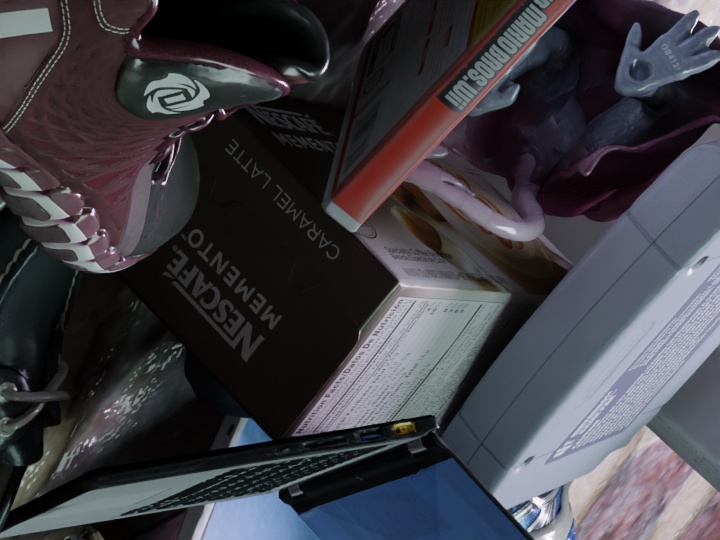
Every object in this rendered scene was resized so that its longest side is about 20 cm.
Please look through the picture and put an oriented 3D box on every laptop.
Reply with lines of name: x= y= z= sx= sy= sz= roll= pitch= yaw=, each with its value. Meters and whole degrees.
laptop: x=-0.019 y=0.125 z=1.003 sx=0.199 sy=0.117 sz=0.187 roll=-8 pitch=172 yaw=-20

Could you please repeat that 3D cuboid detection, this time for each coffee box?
coffee box: x=0.000 y=0.000 z=1.064 sx=0.080 sy=0.114 sz=0.200 roll=-52 pitch=157 yaw=16

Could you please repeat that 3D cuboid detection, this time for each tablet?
tablet: x=-0.034 y=0.157 z=1.215 sx=0.130 sy=0.014 sz=0.201 roll=-68 pitch=147 yaw=-46

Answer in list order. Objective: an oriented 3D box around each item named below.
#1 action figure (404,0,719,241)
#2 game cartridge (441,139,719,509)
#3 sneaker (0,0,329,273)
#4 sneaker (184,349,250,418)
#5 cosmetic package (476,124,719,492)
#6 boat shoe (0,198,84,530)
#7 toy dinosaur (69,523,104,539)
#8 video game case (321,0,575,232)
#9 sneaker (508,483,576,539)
action figure: x=0.092 y=-0.049 z=1.100 sx=0.149 sy=0.134 sz=0.200 roll=-54 pitch=174 yaw=-10
game cartridge: x=0.112 y=0.018 z=1.077 sx=0.133 sy=0.041 sz=0.200 roll=-22 pitch=154 yaw=-54
sneaker: x=-0.057 y=-0.051 z=0.847 sx=0.115 sy=0.076 sz=0.200 roll=-6 pitch=165 yaw=15
sneaker: x=-0.016 y=0.060 z=1.178 sx=0.200 sy=0.070 sz=0.082 roll=-4 pitch=117 yaw=-59
cosmetic package: x=0.163 y=0.015 z=1.279 sx=0.123 sy=0.199 sz=0.200 roll=-48 pitch=158 yaw=1
boat shoe: x=-0.135 y=0.049 z=0.965 sx=0.075 sy=0.060 sz=0.201 roll=-21 pitch=147 yaw=-51
toy dinosaur: x=-0.130 y=0.132 z=0.957 sx=0.101 sy=0.200 sz=0.058 roll=-21 pitch=-146 yaw=34
video game case: x=0.061 y=-0.115 z=0.965 sx=0.200 sy=0.017 sz=0.143 roll=-46 pitch=-166 yaw=26
sneaker: x=0.070 y=0.068 z=1.299 sx=0.077 sy=0.200 sz=0.086 roll=-12 pitch=115 yaw=6
